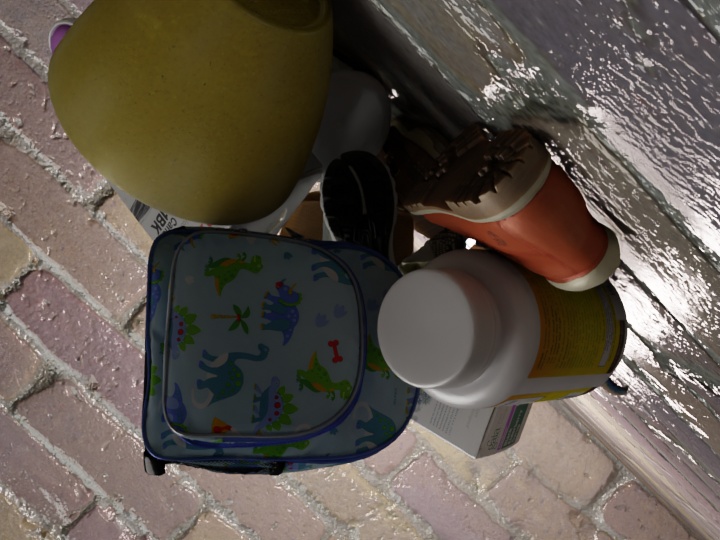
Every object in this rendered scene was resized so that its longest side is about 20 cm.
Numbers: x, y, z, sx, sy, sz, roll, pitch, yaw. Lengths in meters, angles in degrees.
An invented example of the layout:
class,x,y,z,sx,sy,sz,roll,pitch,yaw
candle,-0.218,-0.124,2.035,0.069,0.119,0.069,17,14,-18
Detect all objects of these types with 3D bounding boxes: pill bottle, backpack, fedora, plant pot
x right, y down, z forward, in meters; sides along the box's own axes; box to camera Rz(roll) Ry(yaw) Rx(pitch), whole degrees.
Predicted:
class,x,y,z,sx,sy,sz,roll,pitch,yaw
pill bottle,0.102,0.041,0.746,0.109,0.109,0.200,44,-157,31
backpack,-0.056,0.059,0.767,0.200,0.183,0.147,3,170,-9
fedora,-0.012,-0.029,1.002,0.200,0.082,0.201,9,-168,-2
plant pot,-0.097,-0.153,0.737,0.200,0.142,0.200,23,-137,-23
pill bottle,-0.065,-0.167,0.962,0.106,0.106,0.200,44,180,-44

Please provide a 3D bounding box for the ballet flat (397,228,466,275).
class,x,y,z,sx,sy,sz,roll,pitch,yaw
ballet flat,0.066,0.025,0.901,0.200,0.075,0.068,-97,13,-49

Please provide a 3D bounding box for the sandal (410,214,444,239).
class,x,y,z,sx,sy,sz,roll,pitch,yaw
sandal,0.030,-0.094,1.078,0.207,0.079,0.059,42,177,9

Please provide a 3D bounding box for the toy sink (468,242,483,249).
class,x,y,z,sx,sy,sz,roll,pitch,yaw
toy sink,0.161,0.055,1.153,0.130,0.112,0.200,44,175,18

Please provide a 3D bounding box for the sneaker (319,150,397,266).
class,x,y,z,sx,sy,sz,roll,pitch,yaw
sneaker,0.000,0.000,0.887,0.074,0.200,0.079,2,-175,-2

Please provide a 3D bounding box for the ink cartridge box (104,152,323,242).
class,x,y,z,sx,sy,sz,roll,pitch,yaw
ink cartridge box,-0.146,-0.108,0.886,0.200,0.144,0.084,51,-136,9

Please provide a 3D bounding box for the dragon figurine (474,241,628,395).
class,x,y,z,sx,sy,sz,roll,pitch,yaw
dragon figurine,0.180,0.041,0.919,0.200,0.099,0.059,27,-174,-12

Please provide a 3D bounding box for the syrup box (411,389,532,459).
class,x,y,z,sx,sy,sz,roll,pitch,yaw
syrup box,0.061,0.088,0.976,0.200,0.079,0.081,27,-160,31

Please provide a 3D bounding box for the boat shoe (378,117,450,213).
class,x,y,z,sx,sy,sz,roll,pitch,yaw
boat shoe,0.040,-0.091,0.945,0.072,0.068,0.200,44,180,-12

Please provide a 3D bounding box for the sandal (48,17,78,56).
class,x,y,z,sx,sy,sz,roll,pitch,yaw
sandal,-0.186,-0.125,0.812,0.203,0.050,0.082,42,142,18

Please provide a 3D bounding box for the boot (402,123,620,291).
class,x,y,z,sx,sy,sz,roll,pitch,yaw
boot,0.096,-0.037,0.692,0.107,0.075,0.200,39,180,-17
